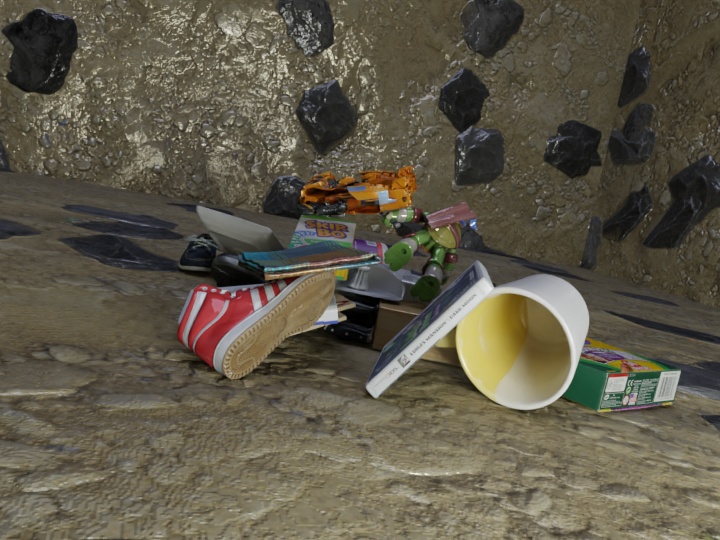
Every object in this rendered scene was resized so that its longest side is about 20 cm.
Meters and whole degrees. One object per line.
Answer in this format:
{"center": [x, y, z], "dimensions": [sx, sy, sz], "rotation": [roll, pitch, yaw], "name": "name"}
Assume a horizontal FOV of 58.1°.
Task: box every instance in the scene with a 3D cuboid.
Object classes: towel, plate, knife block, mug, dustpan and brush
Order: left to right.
{"center": [-0.207, -0.032, 1.236], "dimensions": [0.198, 0.033, 0.200], "rotation": [19, -24, 32], "name": "plate"}
{"center": [-0.072, -0.016, 0.822], "dimensions": [0.145, 0.022, 0.200], "rotation": [-9, 8, -18], "name": "towel"}
{"center": [0.000, 0.000, 1.052], "dimensions": [0.137, 0.058, 0.200], "rotation": [11, 3, -2], "name": "dustpan and brush"}
{"center": [0.052, 0.086, 0.951], "dimensions": [0.174, 0.065, 0.199], "rotation": [3, 12, -42], "name": "knife block"}
{"center": [0.205, 0.065, 0.832], "dimensions": [0.185, 0.151, 0.153], "rotation": [32, 30, 23], "name": "mug"}

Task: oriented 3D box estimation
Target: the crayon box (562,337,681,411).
{"center": [0.335, 0.144, 0.949], "dimensions": [0.198, 0.059, 0.172], "rotation": [5, 10, -38], "name": "crayon box"}

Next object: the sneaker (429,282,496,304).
{"center": [0.174, 0.045, 1.070], "dimensions": [0.070, 0.100, 0.200], "rotation": [30, -3, 25], "name": "sneaker"}

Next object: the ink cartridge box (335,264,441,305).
{"center": [0.046, 0.040, 1.185], "dimensions": [0.197, 0.085, 0.145], "rotation": [12, 9, 7], "name": "ink cartridge box"}

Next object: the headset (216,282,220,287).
{"center": [-0.149, 0.006, 1.121], "dimensions": [0.197, 0.095, 0.123], "rotation": [-5, 14, -24], "name": "headset"}

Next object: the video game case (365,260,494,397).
{"center": [0.087, 0.064, 0.803], "dimensions": [0.023, 0.182, 0.200], "rotation": [46, 10, 1], "name": "video game case"}

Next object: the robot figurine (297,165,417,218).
{"center": [-0.009, -0.130, 1.068], "dimensions": [0.197, 0.059, 0.145], "rotation": [-3, 21, 12], "name": "robot figurine"}

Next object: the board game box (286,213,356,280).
{"center": [-0.059, -0.045, 1.018], "dimensions": [0.094, 0.030, 0.200], "rotation": [12, 22, -2], "name": "board game box"}

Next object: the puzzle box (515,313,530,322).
{"center": [0.251, 0.085, 1.006], "dimensions": [0.131, 0.026, 0.200], "rotation": [-5, -15, 8], "name": "puzzle box"}

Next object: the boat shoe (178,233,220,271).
{"center": [-0.319, -0.037, 1.306], "dimensions": [0.074, 0.063, 0.200], "rotation": [11, 8, -6], "name": "boat shoe"}

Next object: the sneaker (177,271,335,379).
{"center": [-0.124, 0.042, 0.771], "dimensions": [0.111, 0.072, 0.199], "rotation": [20, 37, 32], "name": "sneaker"}

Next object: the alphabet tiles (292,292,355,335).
{"center": [-0.115, 0.059, 0.893], "dimensions": [0.198, 0.008, 0.167], "rotation": [-14, 19, -27], "name": "alphabet tiles"}

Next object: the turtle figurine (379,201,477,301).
{"center": [0.088, -0.027, 1.053], "dimensions": [0.197, 0.146, 0.194], "rotation": [-2, 25, 22], "name": "turtle figurine"}

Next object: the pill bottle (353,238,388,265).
{"center": [-0.044, -0.015, 1.350], "dimensions": [0.197, 0.114, 0.112], "rotation": [9, 8, -13], "name": "pill bottle"}

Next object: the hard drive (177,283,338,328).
{"center": [-0.133, 0.047, 0.869], "dimensions": [0.197, 0.026, 0.132], "rotation": [-5, 17, -6], "name": "hard drive"}

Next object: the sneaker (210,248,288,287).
{"center": [-0.137, -0.002, 1.025], "dimensions": [0.197, 0.115, 0.076], "rotation": [18, -40, -21], "name": "sneaker"}
